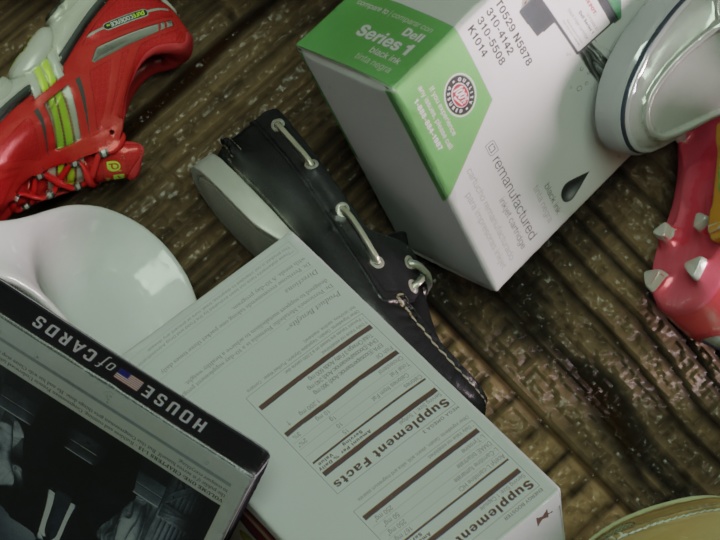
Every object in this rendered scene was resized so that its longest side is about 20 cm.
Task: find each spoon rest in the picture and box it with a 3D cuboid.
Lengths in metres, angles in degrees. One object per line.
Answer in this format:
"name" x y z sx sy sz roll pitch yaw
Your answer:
"spoon rest" -0.156 0.009 1.174 0.199 0.061 0.100 3 57 -42

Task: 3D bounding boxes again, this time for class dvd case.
"dvd case" -0.138 0.114 1.116 0.150 0.201 0.025 31 39 5

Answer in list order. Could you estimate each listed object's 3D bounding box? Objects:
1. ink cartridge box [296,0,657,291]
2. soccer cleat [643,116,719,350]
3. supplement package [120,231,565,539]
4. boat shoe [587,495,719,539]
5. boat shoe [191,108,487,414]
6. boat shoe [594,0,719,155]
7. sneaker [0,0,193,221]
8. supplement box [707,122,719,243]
"ink cartridge box" 0.085 -0.115 1.230 0.200 0.147 0.084 -44 40 -17
"soccer cleat" 0.203 -0.050 1.280 0.076 0.066 0.201 38 56 -33
"supplement package" -0.006 0.100 1.137 0.109 0.114 0.200 -36 56 -16
"boat shoe" 0.116 0.167 1.182 0.199 0.076 0.072 -29 77 -15
"boat shoe" 0.000 0.000 1.230 0.060 0.074 0.200 -42 72 -12
"boat shoe" 0.203 -0.121 1.225 0.199 0.072 0.066 -36 39 -25
"sneaker" -0.153 -0.065 1.232 0.085 0.077 0.201 34 72 0
"supplement box" 0.276 -0.027 1.237 0.199 0.069 0.067 16 69 -22
